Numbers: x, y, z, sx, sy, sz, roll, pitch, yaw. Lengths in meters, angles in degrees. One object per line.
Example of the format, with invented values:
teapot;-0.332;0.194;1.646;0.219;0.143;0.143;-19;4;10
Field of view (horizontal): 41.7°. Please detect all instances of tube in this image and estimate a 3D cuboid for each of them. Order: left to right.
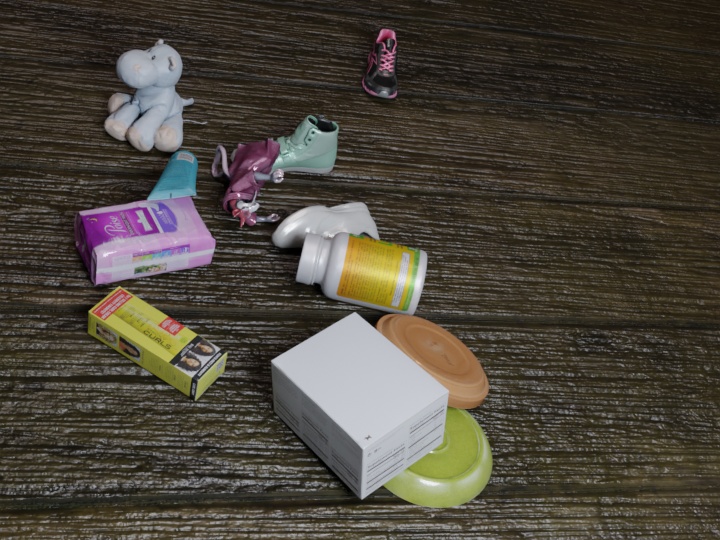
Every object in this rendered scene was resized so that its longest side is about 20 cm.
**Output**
tube;-0.307;-0.154;1.590;0.077;0.051;0.200;-11;22;0

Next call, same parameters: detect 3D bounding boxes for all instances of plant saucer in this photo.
plant saucer;0.099;0.247;1.363;0.199;0.031;0.200;10;42;-9
plant saucer;0.111;0.130;1.436;0.200;0.032;0.200;26;24;-13

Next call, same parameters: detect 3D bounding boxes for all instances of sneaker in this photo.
sneaker;-0.137;-0.241;1.741;0.200;0.118;0.074;-3;47;-19
sneaker;-0.053;-0.061;1.618;0.199;0.075;0.089;-15;62;-32
sneaker;0.051;-0.452;2.045;0.079;0.096;0.200;10;44;-10

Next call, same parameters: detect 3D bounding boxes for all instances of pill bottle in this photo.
pill bottle;0.000;0.000;1.533;0.199;0.111;0.111;13;42;-4

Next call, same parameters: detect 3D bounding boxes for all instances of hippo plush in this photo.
hippo plush;-0.367;-0.321;1.719;0.199;0.161;0.160;-11;48;-27

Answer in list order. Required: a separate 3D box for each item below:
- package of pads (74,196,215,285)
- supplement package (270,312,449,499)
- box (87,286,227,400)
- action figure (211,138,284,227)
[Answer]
package of pads;-0.345;-0.053;1.506;0.199;0.076;0.121;-12;46;-28
supplement package;-0.003;0.181;1.307;0.155;0.111;0.200;-29;50;-30
box;-0.296;0.104;1.373;0.200;0.050;0.075;30;44;15
action figure;-0.201;-0.152;1.615;0.148;0.134;0.200;15;39;-1
